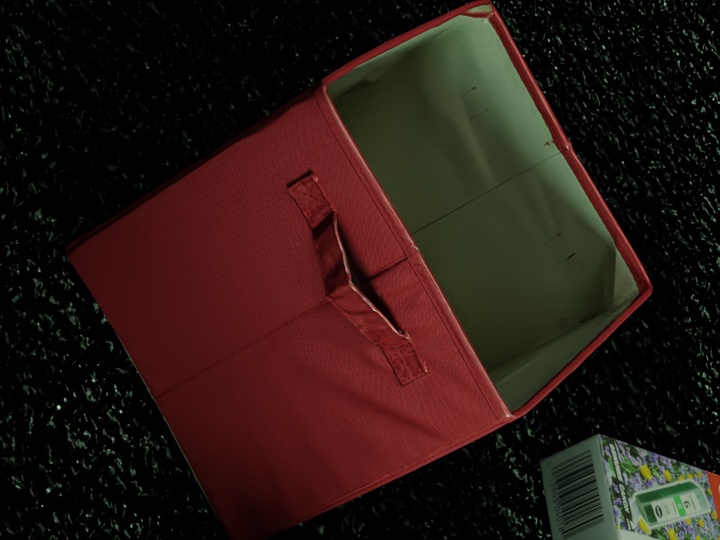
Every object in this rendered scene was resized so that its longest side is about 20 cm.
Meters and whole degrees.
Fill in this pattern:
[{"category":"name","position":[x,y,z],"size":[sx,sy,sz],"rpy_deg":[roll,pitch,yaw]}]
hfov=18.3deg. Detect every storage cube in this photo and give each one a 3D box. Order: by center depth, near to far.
[{"category":"storage cube","position":[0.000,0.000,1.069],"size":[0.172,0.179,0.200],"rpy_deg":[59,35,-3]}]

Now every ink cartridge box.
[{"category":"ink cartridge box","position":[0.191,0.172,1.310],"size":[0.199,0.050,0.110],"rpy_deg":[21,51,-43]}]
